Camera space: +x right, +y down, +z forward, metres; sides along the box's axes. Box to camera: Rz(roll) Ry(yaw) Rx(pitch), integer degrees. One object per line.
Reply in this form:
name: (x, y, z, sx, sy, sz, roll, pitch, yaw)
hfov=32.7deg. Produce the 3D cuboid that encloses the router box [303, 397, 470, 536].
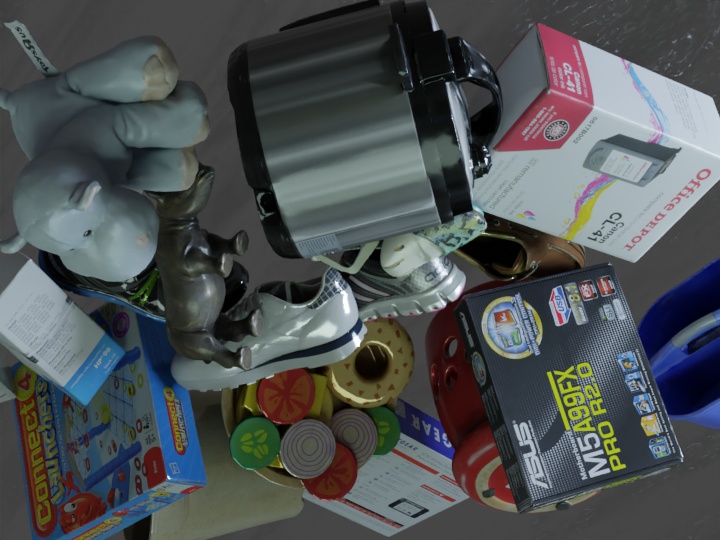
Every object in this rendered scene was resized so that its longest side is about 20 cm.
router box: (0.034, 0.239, 1.480, 0.178, 0.049, 0.199, -32, 134, 29)

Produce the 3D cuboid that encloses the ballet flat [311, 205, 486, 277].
ballet flat: (0.016, -0.027, 1.073, 0.197, 0.075, 0.074, 5, 151, 34)

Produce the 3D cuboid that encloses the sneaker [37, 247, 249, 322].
sneaker: (-0.196, -0.005, 1.135, 0.197, 0.072, 0.083, 14, 144, -18)

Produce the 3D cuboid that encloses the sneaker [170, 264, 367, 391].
sneaker: (-0.094, 0.053, 1.147, 0.197, 0.077, 0.081, -18, 115, 16)

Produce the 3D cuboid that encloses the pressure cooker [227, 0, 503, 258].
pressure cooker: (0.012, -0.110, 0.939, 0.197, 0.176, 0.181, -13, 112, 6)

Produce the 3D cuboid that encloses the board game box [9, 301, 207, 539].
board game box: (-0.254, 0.150, 1.212, 0.194, 0.203, 0.056, -31, 152, 28)

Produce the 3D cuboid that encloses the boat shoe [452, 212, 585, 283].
boat shoe: (0.138, -0.019, 1.157, 0.198, 0.069, 0.072, 21, 132, -31)

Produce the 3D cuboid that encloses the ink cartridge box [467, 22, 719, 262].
ink cartridge box: (0.192, -0.103, 1.047, 0.197, 0.087, 0.148, 17, 136, -23)

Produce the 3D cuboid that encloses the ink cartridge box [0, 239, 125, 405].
ink cartridge box: (-0.317, 0.029, 1.120, 0.115, 0.068, 0.201, 25, 160, 38)

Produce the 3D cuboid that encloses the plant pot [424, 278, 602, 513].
plant pot: (0.170, 0.133, 1.262, 0.197, 0.185, 0.202, -2, 140, -2)

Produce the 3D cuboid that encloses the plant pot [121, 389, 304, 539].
plant pot: (-0.159, 0.208, 1.327, 0.181, 0.203, 0.202, -1, 143, -23)

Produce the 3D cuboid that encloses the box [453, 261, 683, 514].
box: (0.191, 0.106, 1.141, 0.158, 0.203, 0.044, -11, 161, -17)

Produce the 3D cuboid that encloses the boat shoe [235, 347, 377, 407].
boat shoe: (-0.054, 0.106, 1.302, 0.197, 0.073, 0.062, 4, -177, -21)

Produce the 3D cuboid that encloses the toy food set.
toy food set: (-0.045, 0.130, 1.248, 0.197, 0.201, 0.049, 12, -179, -22)

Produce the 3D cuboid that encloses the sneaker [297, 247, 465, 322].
sneaker: (0.000, 0.000, 1.166, 0.197, 0.074, 0.088, -11, 115, 32)

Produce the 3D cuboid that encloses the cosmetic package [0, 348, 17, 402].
cosmetic package: (-0.381, 0.097, 1.157, 0.081, 0.051, 0.200, -18, 170, -11)

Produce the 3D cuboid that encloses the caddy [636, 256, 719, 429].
caddy: (0.363, 0.071, 1.239, 0.104, 0.143, 0.200, 20, 135, -36)

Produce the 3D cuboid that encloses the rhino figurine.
rhino figurine: (-0.145, -0.011, 1.084, 0.086, 0.060, 0.204, -2, 105, 26)

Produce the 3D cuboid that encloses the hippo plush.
hippo plush: (-0.202, -0.087, 0.946, 0.158, 0.162, 0.200, -34, 128, 21)
